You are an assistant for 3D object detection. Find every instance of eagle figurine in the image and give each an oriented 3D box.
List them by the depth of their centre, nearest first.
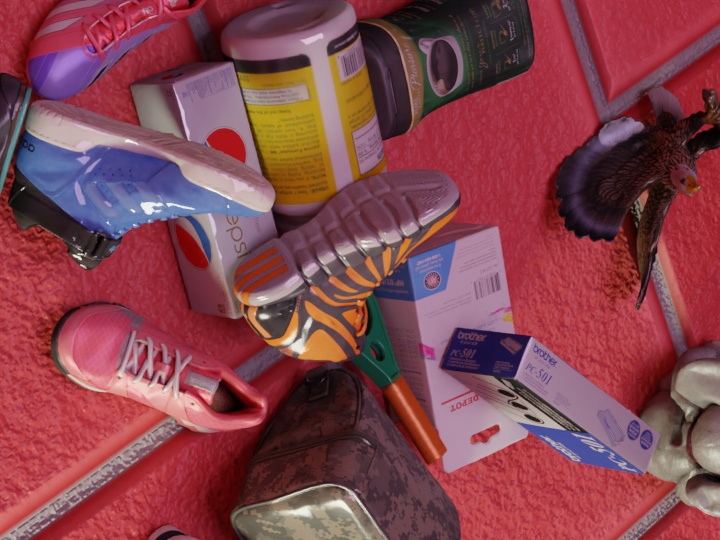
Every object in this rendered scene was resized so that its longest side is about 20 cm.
[{"bbox_3d":[0.289,-0.085,1.918,0.200,0.151,0.152,-44,79,6],"label":"eagle figurine"}]

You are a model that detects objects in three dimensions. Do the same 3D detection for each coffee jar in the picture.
[{"bbox_3d":[0.057,-0.189,1.725,0.199,0.085,0.105,-28,118,-34],"label":"coffee jar"}]

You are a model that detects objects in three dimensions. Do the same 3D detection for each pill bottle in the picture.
[{"bbox_3d":[-0.041,-0.115,1.629,0.114,0.114,0.201,-28,118,-34],"label":"pill bottle"}]

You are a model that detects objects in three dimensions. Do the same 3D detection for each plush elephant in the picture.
[{"bbox_3d":[0.354,0.162,1.952,0.199,0.154,0.166,-5,97,-39],"label":"plush elephant"}]

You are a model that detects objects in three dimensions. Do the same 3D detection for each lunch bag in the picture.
[{"bbox_3d":[-0.002,0.200,1.679,0.200,0.139,0.168,55,34,-28],"label":"lunch bag"}]

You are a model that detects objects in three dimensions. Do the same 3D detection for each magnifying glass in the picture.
[{"bbox_3d":[0.015,0.079,1.712,0.201,0.022,0.080,57,34,-5],"label":"magnifying glass"}]

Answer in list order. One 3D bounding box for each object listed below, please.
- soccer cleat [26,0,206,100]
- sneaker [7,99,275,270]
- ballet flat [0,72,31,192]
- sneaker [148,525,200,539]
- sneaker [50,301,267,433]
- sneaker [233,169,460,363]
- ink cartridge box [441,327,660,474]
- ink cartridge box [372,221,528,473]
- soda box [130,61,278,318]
[{"bbox_3d":[-0.178,-0.203,1.538,0.200,0.076,0.067,-42,118,-29],"label":"soccer cleat"},{"bbox_3d":[-0.172,-0.049,1.517,0.199,0.077,0.112,17,104,-10],"label":"sneaker"},{"bbox_3d":[-0.296,-0.051,1.469,0.073,0.073,0.201,9,94,-39],"label":"ballet flat"},{"bbox_3d":[-0.099,0.286,1.645,0.200,0.080,0.077,38,69,-36],"label":"sneaker"},{"bbox_3d":[-0.154,0.077,1.577,0.200,0.087,0.074,26,77,-37],"label":"sneaker"},{"bbox_3d":[0.000,0.000,1.599,0.199,0.078,0.112,-27,131,1],"label":"sneaker"},{"bbox_3d":[0.171,0.117,1.754,0.200,0.094,0.044,36,70,-38],"label":"ink cartridge box"},{"bbox_3d":[0.079,0.068,1.777,0.115,0.068,0.201,-19,106,-37],"label":"ink cartridge box"},{"bbox_3d":[-0.121,-0.066,1.602,0.063,0.068,0.201,-24,108,-35],"label":"soda box"}]
